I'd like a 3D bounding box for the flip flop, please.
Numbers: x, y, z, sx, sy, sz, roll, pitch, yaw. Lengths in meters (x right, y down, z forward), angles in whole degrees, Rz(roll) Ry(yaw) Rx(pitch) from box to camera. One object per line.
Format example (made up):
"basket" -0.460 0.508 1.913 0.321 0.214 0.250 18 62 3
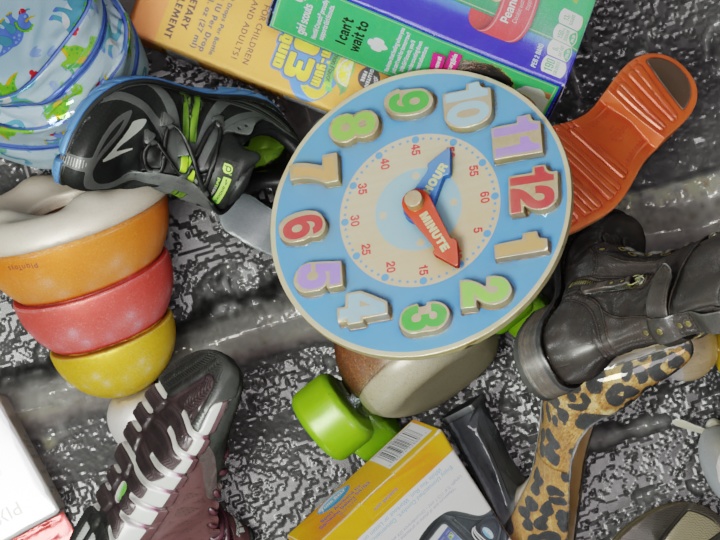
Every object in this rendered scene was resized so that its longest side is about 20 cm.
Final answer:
"flip flop" 0.178 0.240 1.732 0.081 0.058 0.200 26 103 -5

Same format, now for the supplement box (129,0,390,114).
"supplement box" -0.055 -0.153 1.732 0.200 0.069 0.067 20 90 -3

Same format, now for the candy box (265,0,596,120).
"candy box" 0.059 -0.205 1.698 0.200 0.077 0.169 21 59 0

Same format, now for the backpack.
"backpack" -0.236 -0.153 1.671 0.200 0.154 0.163 39 72 9

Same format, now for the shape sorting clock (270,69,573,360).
"shape sorting clock" 0.037 -0.038 1.613 0.200 0.039 0.200 -6 65 12

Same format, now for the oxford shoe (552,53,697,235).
"oxford shoe" 0.146 -0.064 1.693 0.200 0.073 0.071 -37 81 -31

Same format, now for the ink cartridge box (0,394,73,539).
"ink cartridge box" -0.290 0.207 1.729 0.200 0.045 0.176 -29 88 -1

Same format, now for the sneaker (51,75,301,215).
"sneaker" -0.111 -0.079 1.637 0.083 0.199 0.071 40 120 37

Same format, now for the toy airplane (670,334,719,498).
"toy airplane" 0.257 0.071 1.667 0.141 0.199 0.200 13 88 14

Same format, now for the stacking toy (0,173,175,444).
"stacking toy" -0.173 0.035 1.713 0.146 0.146 0.200 -17 107 -1

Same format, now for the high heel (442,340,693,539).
"high heel" 0.163 0.125 1.689 0.200 0.071 0.143 -25 95 35

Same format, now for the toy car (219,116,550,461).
"toy car" 0.000 0.000 1.696 0.164 0.158 0.200 -39 78 8

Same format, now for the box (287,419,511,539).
"box" 0.049 0.212 1.690 0.119 0.041 0.200 -41 119 -18

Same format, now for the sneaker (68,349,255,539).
"sneaker" -0.106 0.145 1.703 0.115 0.076 0.200 19 115 -33

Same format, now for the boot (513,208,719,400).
"boot" 0.197 0.004 1.593 0.174 0.200 0.069 -24 112 35
